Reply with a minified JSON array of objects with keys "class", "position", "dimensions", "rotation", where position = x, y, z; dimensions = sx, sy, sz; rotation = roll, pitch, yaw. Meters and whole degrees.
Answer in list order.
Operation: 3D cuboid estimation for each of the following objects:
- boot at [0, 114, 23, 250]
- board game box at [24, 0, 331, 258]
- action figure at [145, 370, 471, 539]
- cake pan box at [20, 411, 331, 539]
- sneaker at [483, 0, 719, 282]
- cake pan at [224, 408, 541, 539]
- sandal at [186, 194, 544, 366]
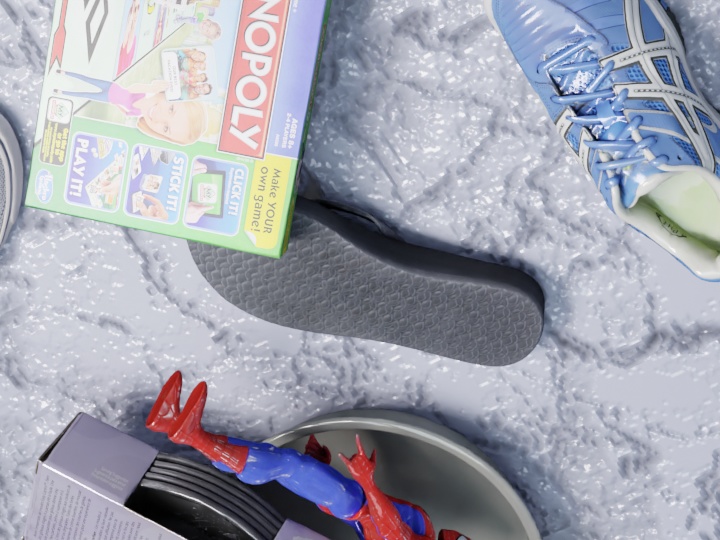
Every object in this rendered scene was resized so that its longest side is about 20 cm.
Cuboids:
[{"class":"boot","position":[-0.242,0.008,1.146],"dimensions":[0.073,0.090,0.200],"rotation":[23,119,-2]},{"class":"board game box","position":[-0.085,-0.117,1.059],"dimensions":[0.134,0.029,0.200],"rotation":[11,103,5]},{"class":"action figure","position":[-0.016,0.114,1.133],"dimensions":[0.200,0.065,0.052],"rotation":[34,76,-23]},{"class":"cake pan box","position":[-0.104,0.189,1.196],"dimensions":[0.184,0.052,0.200],"rotation":[24,135,7]},{"class":"sneaker","position":[0.135,-0.078,1.043],"dimensions":[0.076,0.077,0.200],"rotation":[-38,104,27]},{"class":"cake pan","position":[0.009,0.162,1.212],"dimensions":[0.200,0.037,0.201],"rotation":[4,118,8]},{"class":"sandal","position":[0.000,0.001,1.133],"dimensions":[0.200,0.043,0.076],"rotation":[20,127,-9]}]
